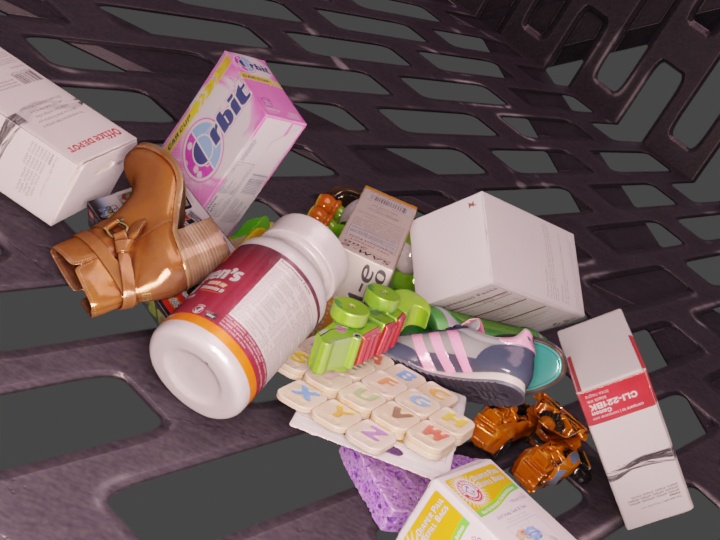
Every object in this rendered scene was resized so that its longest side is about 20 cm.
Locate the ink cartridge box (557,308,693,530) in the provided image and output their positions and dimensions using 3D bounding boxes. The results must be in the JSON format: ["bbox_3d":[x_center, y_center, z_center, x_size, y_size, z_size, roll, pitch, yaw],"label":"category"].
[{"bbox_3d":[0.303,0.171,1.511,0.145,0.083,0.201,-92,160,-64],"label":"ink cartridge box"}]

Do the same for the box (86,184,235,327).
[{"bbox_3d":[-0.195,-0.018,1.377,0.109,0.035,0.200,-20,50,-25],"label":"box"}]

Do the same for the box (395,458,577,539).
[{"bbox_3d":[0.131,0.277,1.154,0.200,0.113,0.101,43,26,25],"label":"box"}]

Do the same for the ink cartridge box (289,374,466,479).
[{"bbox_3d":[0.018,0.155,1.307,0.161,0.051,0.200,21,23,3],"label":"ink cartridge box"}]

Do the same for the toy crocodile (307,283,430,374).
[{"bbox_3d":[0.007,0.062,1.324,0.061,0.068,0.200,27,20,19],"label":"toy crocodile"}]

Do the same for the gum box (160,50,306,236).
[{"bbox_3d":[-0.161,-0.136,1.527,0.066,0.200,0.114,8,39,-46],"label":"gum box"}]

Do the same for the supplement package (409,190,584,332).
[{"bbox_3d":[0.168,-0.001,1.613,0.199,0.117,0.118,20,58,-45],"label":"supplement package"}]

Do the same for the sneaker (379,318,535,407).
[{"bbox_3d":[0.094,0.088,1.412,0.198,0.083,0.070,11,-28,25],"label":"sneaker"}]

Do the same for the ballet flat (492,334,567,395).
[{"bbox_3d":[0.135,0.110,1.455,0.073,0.198,0.074,-10,90,-70],"label":"ballet flat"}]

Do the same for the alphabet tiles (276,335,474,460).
[{"bbox_3d":[0.012,0.121,1.294,0.199,0.015,0.195,28,21,22],"label":"alphabet tiles"}]

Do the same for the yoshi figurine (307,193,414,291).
[{"bbox_3d":[0.022,-0.018,1.689,0.198,0.113,0.112,21,-14,6],"label":"yoshi figurine"}]

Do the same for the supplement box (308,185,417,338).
[{"bbox_3d":[0.000,0.000,1.520,0.073,0.127,0.200,23,26,1],"label":"supplement box"}]

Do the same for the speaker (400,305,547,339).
[{"bbox_3d":[0.140,0.097,1.580,0.199,0.089,0.089,14,28,-38],"label":"speaker"}]

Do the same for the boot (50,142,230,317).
[{"bbox_3d":[-0.239,-0.040,1.329,0.154,0.077,0.201,-23,58,-22],"label":"boot"}]

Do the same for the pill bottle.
[{"bbox_3d":[-0.100,0.038,1.253,0.109,0.110,0.200,35,50,8],"label":"pill bottle"}]

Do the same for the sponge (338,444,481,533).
[{"bbox_3d":[0.081,0.221,1.313,0.199,0.030,0.112,15,26,-35],"label":"sponge"}]

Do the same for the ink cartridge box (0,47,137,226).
[{"bbox_3d":[-0.364,-0.148,1.426,0.199,0.083,0.147,34,23,5],"label":"ink cartridge box"}]

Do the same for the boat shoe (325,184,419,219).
[{"bbox_3d":[0.041,-0.058,1.789,0.199,0.072,0.068,34,6,-16],"label":"boat shoe"}]

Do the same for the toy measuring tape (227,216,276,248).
[{"bbox_3d":[-0.135,0.007,1.452,0.073,0.074,0.200,33,39,4],"label":"toy measuring tape"}]

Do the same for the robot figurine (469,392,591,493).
[{"bbox_3d":[0.197,0.188,1.486,0.145,0.058,0.200,40,19,18],"label":"robot figurine"}]
